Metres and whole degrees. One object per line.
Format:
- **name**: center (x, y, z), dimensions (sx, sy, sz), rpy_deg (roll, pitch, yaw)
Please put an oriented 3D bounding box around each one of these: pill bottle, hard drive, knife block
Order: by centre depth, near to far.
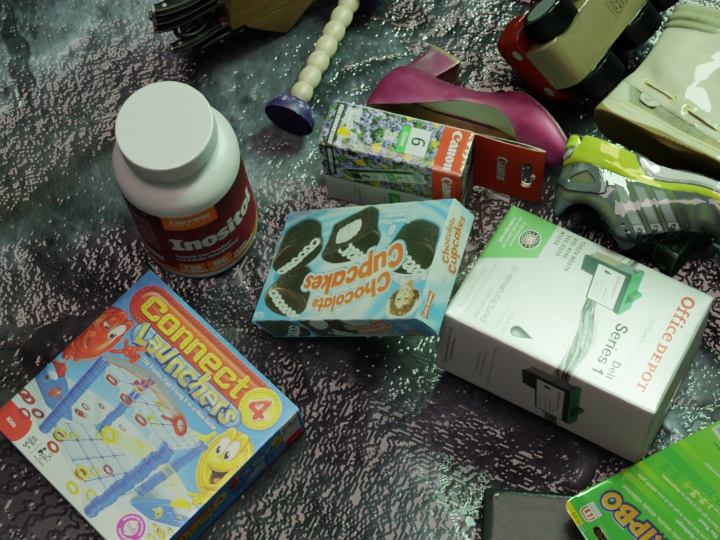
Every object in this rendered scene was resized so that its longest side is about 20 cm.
- **hard drive**: center (0.166, 0.285, 1.290), dimensions (0.139, 0.033, 0.201), rpy_deg (3, 67, 6)
- **pill bottle**: center (-0.158, -0.081, 1.380), dimensions (0.112, 0.200, 0.114), rpy_deg (-2, 67, 4)
- **knife block**: center (-0.112, -0.290, 1.473), dimensions (0.200, 0.175, 0.064), rpy_deg (-46, 66, 27)

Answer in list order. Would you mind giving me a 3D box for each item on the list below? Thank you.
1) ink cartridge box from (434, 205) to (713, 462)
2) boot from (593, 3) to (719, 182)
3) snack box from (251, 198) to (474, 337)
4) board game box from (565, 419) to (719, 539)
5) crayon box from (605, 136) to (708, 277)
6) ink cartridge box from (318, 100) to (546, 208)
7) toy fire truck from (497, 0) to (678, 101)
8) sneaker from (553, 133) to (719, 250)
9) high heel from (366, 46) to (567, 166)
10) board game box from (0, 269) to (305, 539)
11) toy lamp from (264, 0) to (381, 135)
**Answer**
- **ink cartridge box**: center (0.187, 0.053, 1.344), dimensions (0.199, 0.085, 0.146), rpy_deg (25, 55, 15)
- **boot**: center (0.331, -0.148, 1.386), dimensions (0.199, 0.072, 0.155), rpy_deg (31, 72, 24)
- **snack box**: center (0.000, 0.000, 1.366), dimensions (0.199, 0.037, 0.117), rpy_deg (-3, 60, 42)
- **board game box**: center (0.271, 0.196, 1.298), dimensions (0.199, 0.030, 0.096), rpy_deg (-22, 66, -25)
- **crayon box**: center (0.304, -0.109, 1.440), dimensions (0.126, 0.052, 0.200), rpy_deg (39, 74, 18)
- **ink cartridge box**: center (0.066, -0.089, 1.417), dimensions (0.199, 0.109, 0.051), rpy_deg (14, 68, 10)
- **toy fire truck**: center (0.183, -0.255, 1.482), dimensions (0.129, 0.200, 0.176), rpy_deg (45, 71, -18)
- **sneaker**: center (0.261, -0.048, 1.360), dimensions (0.199, 0.074, 0.081), rpy_deg (22, 81, 19)
- **high heel**: center (0.102, -0.137, 1.453), dimensions (0.200, 0.067, 0.096), rpy_deg (40, 65, 24)
- **board game box**: center (-0.187, 0.136, 1.367), dimensions (0.200, 0.056, 0.196), rpy_deg (40, 75, 19)
- **toy lamp**: center (-0.027, -0.229, 1.514), dimensions (0.058, 0.058, 0.201), rpy_deg (20, 71, 12)
